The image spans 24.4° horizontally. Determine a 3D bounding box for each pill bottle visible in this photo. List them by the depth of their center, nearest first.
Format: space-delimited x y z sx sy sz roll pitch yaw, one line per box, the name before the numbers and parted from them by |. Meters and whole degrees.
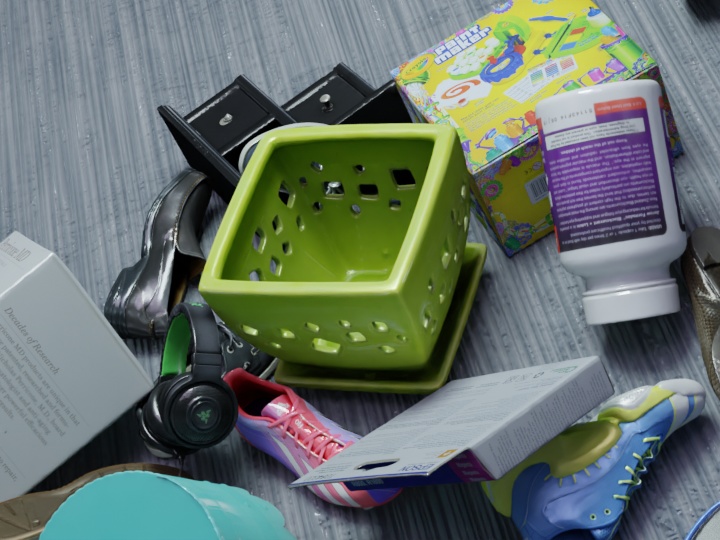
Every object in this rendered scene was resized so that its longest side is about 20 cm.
pill bottle | 0.220 -0.057 1.441 0.111 0.111 0.200 -10 88 18

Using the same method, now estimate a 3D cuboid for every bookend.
bookend | -0.073 -0.151 1.740 0.200 0.092 0.199 -36 44 -9

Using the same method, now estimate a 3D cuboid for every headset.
headset | -0.139 0.129 1.470 0.094 0.123 0.200 5 76 -20

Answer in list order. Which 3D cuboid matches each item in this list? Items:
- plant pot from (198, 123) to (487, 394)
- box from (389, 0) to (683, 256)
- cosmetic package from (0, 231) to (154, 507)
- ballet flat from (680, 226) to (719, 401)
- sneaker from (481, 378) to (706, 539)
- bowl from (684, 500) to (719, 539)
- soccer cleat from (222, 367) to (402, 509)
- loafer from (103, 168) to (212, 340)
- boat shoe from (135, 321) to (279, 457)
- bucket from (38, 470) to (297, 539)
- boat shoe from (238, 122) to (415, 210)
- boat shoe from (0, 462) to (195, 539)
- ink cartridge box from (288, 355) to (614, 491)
plant pot | 0.000 0.000 1.503 0.200 0.182 0.199 0 50 26
box | 0.168 -0.155 1.606 0.200 0.122 0.193 -31 44 -2
cosmetic package | -0.334 0.095 1.555 0.200 0.166 0.167 -40 21 -13
ballet flat | 0.309 0.049 1.412 0.067 0.046 0.200 4 49 -15
sneaker | 0.202 0.165 1.347 0.200 0.076 0.105 -23 70 -5
bowl | 0.327 0.236 1.230 0.200 0.039 0.201 -13 46 14
soccer cleat | -0.046 0.147 1.464 0.200 0.076 0.067 26 64 40
loafer | -0.186 -0.013 1.692 0.072 0.073 0.200 10 65 22
boat shoe | -0.140 0.084 1.574 0.199 0.066 0.074 -43 46 -16
bucket | -0.157 0.257 1.328 0.207 0.135 0.207 -6 73 22
boat shoe | -0.019 -0.095 1.627 0.200 0.075 0.062 6 30 -27
boat shoe | -0.242 0.229 1.495 0.200 0.065 0.072 -14 37 -12
ink cartridge box | 0.072 0.137 1.334 0.200 0.043 0.196 -31 9 -34
